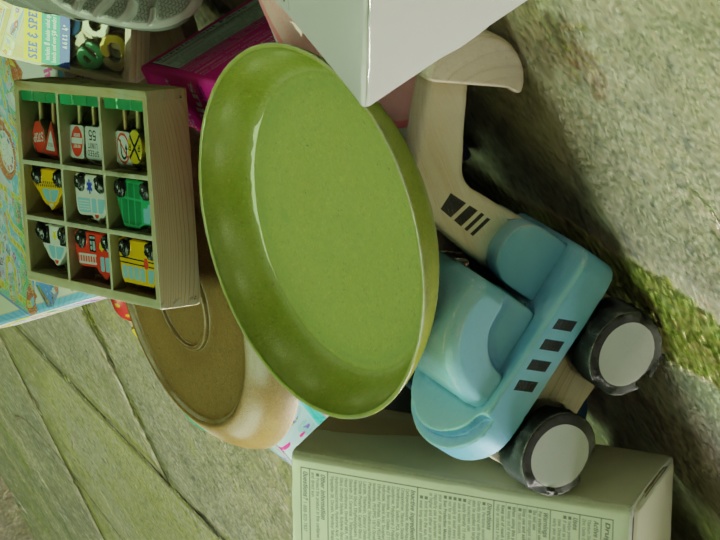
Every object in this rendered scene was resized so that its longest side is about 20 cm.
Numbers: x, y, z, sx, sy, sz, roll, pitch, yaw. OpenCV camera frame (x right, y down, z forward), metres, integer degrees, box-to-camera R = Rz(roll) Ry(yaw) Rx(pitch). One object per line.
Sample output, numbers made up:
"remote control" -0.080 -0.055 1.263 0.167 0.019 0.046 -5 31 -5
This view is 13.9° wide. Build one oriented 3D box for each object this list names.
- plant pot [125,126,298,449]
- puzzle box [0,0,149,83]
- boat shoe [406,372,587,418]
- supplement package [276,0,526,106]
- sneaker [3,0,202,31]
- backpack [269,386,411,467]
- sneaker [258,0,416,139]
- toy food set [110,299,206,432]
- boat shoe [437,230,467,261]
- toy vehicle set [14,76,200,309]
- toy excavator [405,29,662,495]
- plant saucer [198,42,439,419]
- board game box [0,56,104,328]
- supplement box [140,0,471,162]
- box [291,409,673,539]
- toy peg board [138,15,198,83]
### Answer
"plant pot" -0.097 0.013 1.741 0.200 0.027 0.201 39 138 47
"puzzle box" -0.187 -0.220 1.772 0.132 0.025 0.201 14 116 23
"boat shoe" 0.060 0.043 1.670 0.068 0.084 0.200 20 162 43
"supplement package" -0.009 -0.201 1.342 0.200 0.121 0.120 50 164 20
"sneaker" -0.169 -0.184 1.723 0.199 0.075 0.082 21 173 27
"backpack" -0.044 0.017 1.870 0.201 0.150 0.178 60 -179 21
"sneaker" -0.021 -0.164 1.548 0.201 0.075 0.105 57 171 15
"toy food set" -0.085 0.025 2.043 0.199 0.049 0.198 -26 111 39
"boat shoe" 0.000 0.000 1.710 0.199 0.072 0.073 -3 84 40
"toy vehicle set" -0.152 -0.049 1.745 0.200 0.026 0.125 10 105 61
"toy excavator" 0.064 -0.007 1.533 0.200 0.195 0.100 32 -179 -35
"plant saucer" -0.017 -0.023 1.537 0.200 0.031 0.201 28 126 46
"board game box" -0.209 -0.073 1.879 0.134 0.034 0.201 -15 88 44
"supplement box" -0.035 -0.092 1.696 0.102 0.103 0.200 62 166 -17
"box" 0.067 0.141 1.622 0.199 0.078 0.096 9 112 20
"toy peg board" -0.192 -0.230 1.889 0.198 0.098 0.201 9 140 25
